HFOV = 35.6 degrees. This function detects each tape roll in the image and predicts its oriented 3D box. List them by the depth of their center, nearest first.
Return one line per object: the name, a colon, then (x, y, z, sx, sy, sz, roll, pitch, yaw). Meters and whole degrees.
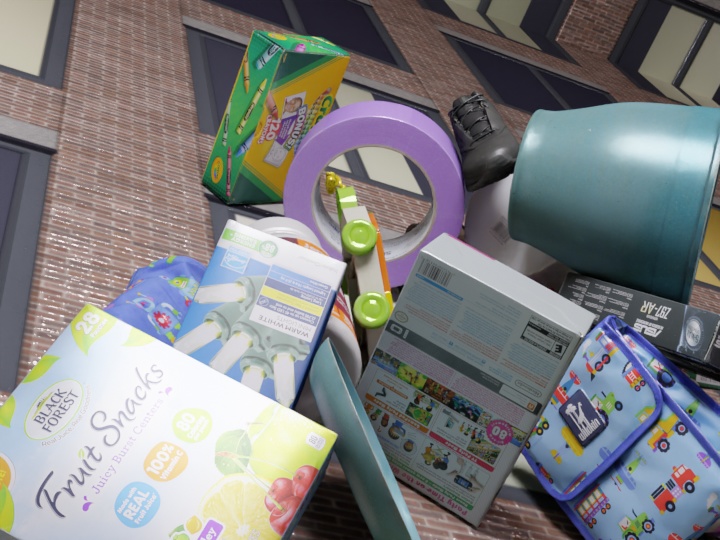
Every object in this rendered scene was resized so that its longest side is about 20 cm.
tape roll: (0.016, -0.083, 1.247, 0.199, 0.201, 0.066, 22, 24, -5)

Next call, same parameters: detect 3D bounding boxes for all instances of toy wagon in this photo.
toy wagon: (0.000, 0.000, 1.063, 0.039, 0.155, 0.201, -8, 75, -6)

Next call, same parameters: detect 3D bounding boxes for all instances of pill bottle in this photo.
pill bottle: (-0.068, 0.038, 1.022, 0.114, 0.115, 0.200, 16, 26, -19)

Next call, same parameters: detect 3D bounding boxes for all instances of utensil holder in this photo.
utensil holder: (0.239, -0.032, 1.313, 0.200, 0.170, 0.170, 32, 11, -48)

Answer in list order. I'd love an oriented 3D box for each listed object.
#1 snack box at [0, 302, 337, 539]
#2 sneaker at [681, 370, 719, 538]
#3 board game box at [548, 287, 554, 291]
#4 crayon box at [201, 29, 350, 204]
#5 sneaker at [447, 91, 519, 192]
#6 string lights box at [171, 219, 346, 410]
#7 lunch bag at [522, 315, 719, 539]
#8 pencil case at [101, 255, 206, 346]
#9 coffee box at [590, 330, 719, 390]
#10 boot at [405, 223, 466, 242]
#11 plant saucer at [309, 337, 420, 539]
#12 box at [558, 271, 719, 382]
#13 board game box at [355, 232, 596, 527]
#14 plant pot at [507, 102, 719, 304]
snack box: (-0.141, 0.138, 0.728, 0.199, 0.068, 0.169, 25, 51, 7)
sneaker: (0.308, 0.176, 1.111, 0.088, 0.081, 0.201, 0, 47, -24)
board game box: (0.144, 0.025, 1.163, 0.199, 0.039, 0.158, 0, 13, -27)
crayon box: (-0.101, -0.180, 1.339, 0.058, 0.201, 0.119, 37, 27, 30)
sneaker: (0.130, -0.145, 1.225, 0.091, 0.076, 0.200, 62, 5, -14)
string lights box: (-0.092, 0.072, 0.855, 0.102, 0.059, 0.201, 20, 63, 0)
lunch bag: (0.231, 0.149, 0.986, 0.094, 0.151, 0.200, -9, 51, -52)
pencil case: (-0.181, 0.051, 0.932, 0.087, 0.078, 0.200, 46, 22, -7)
coffee box: (0.313, 0.101, 1.273, 0.199, 0.044, 0.123, 11, -5, -27)
boot: (0.141, 0.008, 1.354, 0.146, 0.070, 0.200, 14, 35, -48)
plant saucer: (0.006, 0.147, 0.834, 0.027, 0.201, 0.200, -25, 34, -1)
box: (0.304, 0.064, 1.056, 0.160, 0.044, 0.200, 24, -2, -34)
board game box: (0.084, 0.092, 0.945, 0.147, 0.201, 0.064, 30, 24, 11)
plant pot: (0.250, -0.076, 1.107, 0.187, 0.201, 0.200, 12, 20, 17)
